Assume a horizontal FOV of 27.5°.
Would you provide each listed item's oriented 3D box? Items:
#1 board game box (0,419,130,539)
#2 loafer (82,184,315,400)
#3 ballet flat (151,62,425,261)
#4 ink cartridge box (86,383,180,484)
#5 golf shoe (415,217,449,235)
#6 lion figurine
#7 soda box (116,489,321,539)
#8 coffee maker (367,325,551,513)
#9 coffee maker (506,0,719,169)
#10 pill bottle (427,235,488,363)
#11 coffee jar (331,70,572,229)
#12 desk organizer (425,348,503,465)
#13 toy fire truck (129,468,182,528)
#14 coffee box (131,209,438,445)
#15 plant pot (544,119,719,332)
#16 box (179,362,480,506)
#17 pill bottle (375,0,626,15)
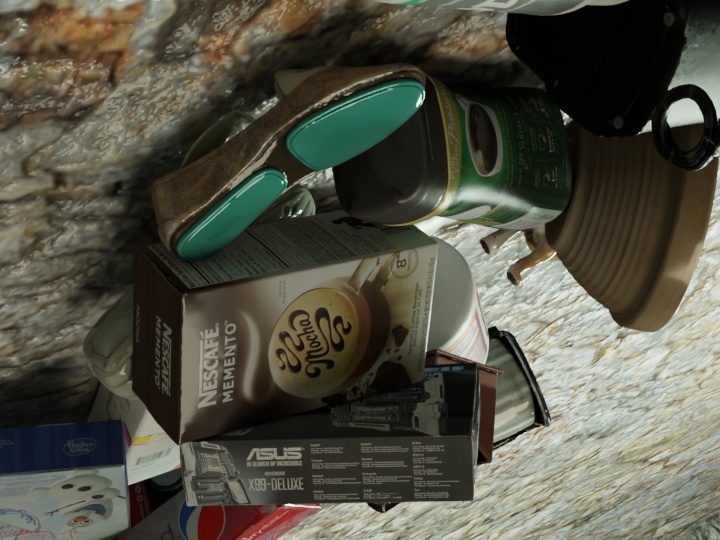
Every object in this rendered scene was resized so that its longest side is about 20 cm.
[{"bbox_3d":[-0.282,0.181,1.158,0.197,0.044,0.200,-3,150,-9],"label":"board game box"},{"bbox_3d":[-0.117,0.004,1.049,0.200,0.070,0.070,-42,139,-11],"label":"loafer"},{"bbox_3d":[-0.053,-0.087,0.932,0.199,0.068,0.068,-33,150,5],"label":"ballet flat"},{"bbox_3d":[-0.143,0.091,1.190,0.115,0.068,0.201,-16,155,-31],"label":"ink cartridge box"},{"bbox_3d":[0.000,0.000,1.141,0.198,0.095,0.078,-26,154,-15],"label":"golf shoe"},{"bbox_3d":[0.160,-0.066,1.231,0.122,0.073,0.201,-34,154,-16],"label":"lion figurine"},{"bbox_3d":[-0.133,0.220,1.201,0.199,0.064,0.070,-37,156,17],"label":"soda box"},{"bbox_3d":[0.075,0.159,1.510,0.198,0.136,0.193,-25,158,-10],"label":"coffee maker"},{"bbox_3d":[0.223,-0.147,0.965,0.198,0.194,0.135,-9,158,-38],"label":"coffee maker"},{"bbox_3d":[0.057,0.052,1.297,0.109,0.110,0.200,-29,157,-2],"label":"pill bottle"},{"bbox_3d":[0.063,-0.083,1.029,0.085,0.106,0.199,-13,171,39],"label":"coffee jar"},{"bbox_3d":[0.027,0.129,1.238,0.071,0.078,0.199,18,157,-32],"label":"desk organizer"},{"bbox_3d":[-0.225,0.258,1.322,0.198,0.178,0.129,-17,159,8],"label":"toy fire truck"},{"bbox_3d":[-0.052,0.032,1.007,0.198,0.080,0.114,-12,121,-30],"label":"coffee box"},{"bbox_3d":[0.198,-0.060,1.125,0.091,0.203,0.201,11,148,-5],"label":"plant pot"},{"bbox_3d":[-0.015,0.114,1.038,0.197,0.050,0.158,-2,-167,7],"label":"box"},{"bbox_3d":[0.080,-0.199,0.803,0.199,0.114,0.113,-7,148,-44],"label":"pill bottle"}]
